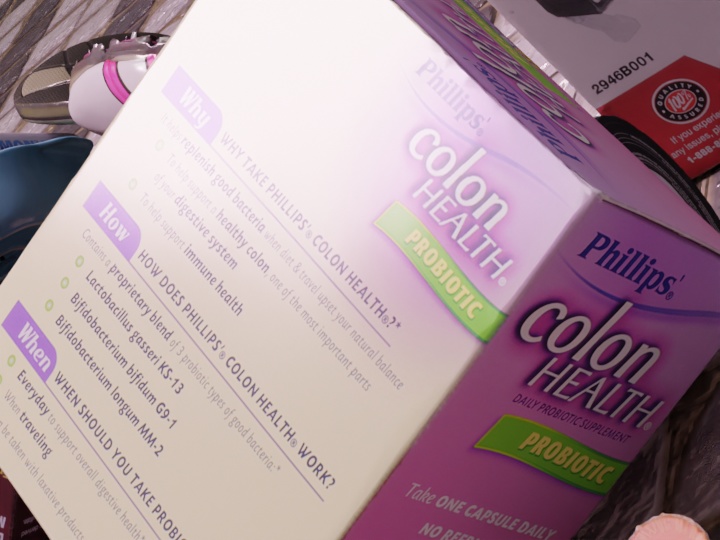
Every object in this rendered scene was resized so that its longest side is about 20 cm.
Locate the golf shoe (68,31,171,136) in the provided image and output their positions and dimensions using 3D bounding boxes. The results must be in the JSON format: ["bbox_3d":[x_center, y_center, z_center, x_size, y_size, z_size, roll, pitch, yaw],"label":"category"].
[{"bbox_3d":[-0.060,-0.059,1.170,0.199,0.072,0.093,8,83,35],"label":"golf shoe"}]

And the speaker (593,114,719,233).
[{"bbox_3d":[0.031,0.038,0.869,0.200,0.081,0.081,-39,18,23],"label":"speaker"}]

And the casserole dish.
[{"bbox_3d":[-0.214,-0.003,1.312,0.199,0.039,0.121,-32,-11,17],"label":"casserole dish"}]

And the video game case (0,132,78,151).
[{"bbox_3d":[-0.263,-0.013,1.316,0.199,0.022,0.182,-34,-14,27],"label":"video game case"}]

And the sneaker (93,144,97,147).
[{"bbox_3d":[-0.143,0.012,1.384,0.200,0.081,0.146,-39,31,-8],"label":"sneaker"}]

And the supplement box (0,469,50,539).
[{"bbox_3d":[-0.158,0.107,0.939,0.061,0.108,0.202,-25,-52,-58],"label":"supplement box"}]

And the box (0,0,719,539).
[{"bbox_3d":[-0.009,0.019,0.791,0.201,0.096,0.176,-54,49,13],"label":"box"}]

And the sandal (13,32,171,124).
[{"bbox_3d":[-0.084,-0.083,1.335,0.199,0.058,0.080,2,30,5],"label":"sandal"}]

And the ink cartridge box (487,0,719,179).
[{"bbox_3d":[0.105,-0.148,0.901,0.144,0.200,0.084,-32,22,41],"label":"ink cartridge box"}]

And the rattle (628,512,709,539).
[{"bbox_3d":[0.083,0.142,0.596,0.129,0.144,0.200,-14,1,-2],"label":"rattle"}]
